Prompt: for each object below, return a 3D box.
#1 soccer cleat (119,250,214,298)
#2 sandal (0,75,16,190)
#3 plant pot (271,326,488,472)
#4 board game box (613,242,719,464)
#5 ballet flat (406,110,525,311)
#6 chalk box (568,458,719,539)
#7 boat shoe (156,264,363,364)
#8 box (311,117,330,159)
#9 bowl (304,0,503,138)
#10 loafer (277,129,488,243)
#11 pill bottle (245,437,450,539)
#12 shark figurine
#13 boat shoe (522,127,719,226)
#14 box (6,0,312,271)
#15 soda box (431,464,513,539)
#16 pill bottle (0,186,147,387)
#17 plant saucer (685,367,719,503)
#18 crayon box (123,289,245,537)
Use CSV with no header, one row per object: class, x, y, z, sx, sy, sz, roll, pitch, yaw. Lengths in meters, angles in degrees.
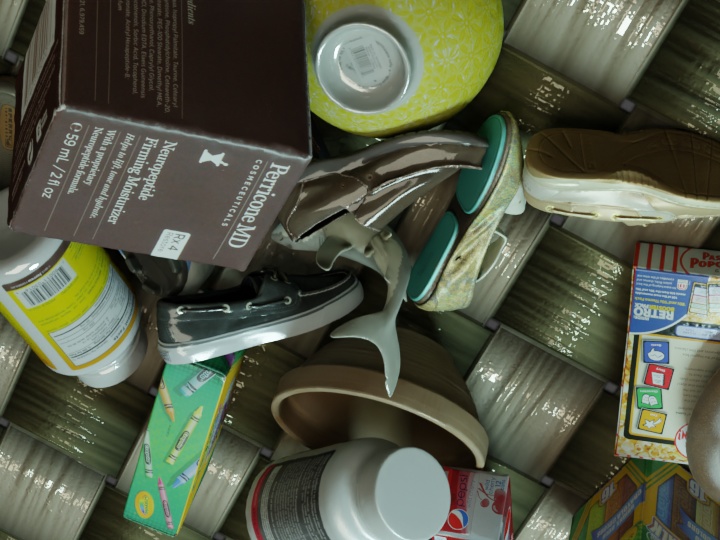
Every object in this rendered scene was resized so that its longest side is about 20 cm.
soccer cleat,-0.206,-0.059,1.614,0.070,0.086,0.201,-38,82,23
sandal,-0.319,-0.077,1.633,0.081,0.055,0.202,10,121,8
plant pot,0.026,0.111,1.613,0.199,0.093,0.201,15,157,6
board game box,0.307,0.080,1.577,0.150,0.046,0.202,7,121,9
ballet flat,0.105,-0.048,1.546,0.070,0.071,0.201,25,117,-2
chalk box,0.262,0.283,1.614,0.123,0.200,0.125,36,121,-9
boat shoe,-0.088,0.029,1.584,0.198,0.069,0.057,-18,110,-23
box,-0.121,-0.140,1.559,0.135,0.038,0.201,-17,114,22
bowl,0.012,-0.186,1.460,0.198,0.108,0.202,6,120,10
loafer,0.017,-0.069,1.508,0.198,0.073,0.072,-14,87,18
pill bottle,-0.009,0.209,1.596,0.111,0.111,0.199,48,147,-15
shark figurine,0.017,0.002,1.550,0.128,0.215,0.090,-34,131,0
boat shoe,0.231,-0.073,1.498,0.198,0.074,0.069,8,145,-3
box,-0.159,-0.124,1.400,0.198,0.166,0.166,10,143,-20
soda box,0.106,0.250,1.657,0.063,0.071,0.201,7,153,10
pill bottle,-0.270,0.020,1.623,0.108,0.110,0.201,-10,139,19
plant saucer,0.380,0.137,1.554,0.198,0.032,0.202,-7,121,-11
crayon box,-0.160,0.134,1.678,0.058,0.119,0.201,20,122,1
